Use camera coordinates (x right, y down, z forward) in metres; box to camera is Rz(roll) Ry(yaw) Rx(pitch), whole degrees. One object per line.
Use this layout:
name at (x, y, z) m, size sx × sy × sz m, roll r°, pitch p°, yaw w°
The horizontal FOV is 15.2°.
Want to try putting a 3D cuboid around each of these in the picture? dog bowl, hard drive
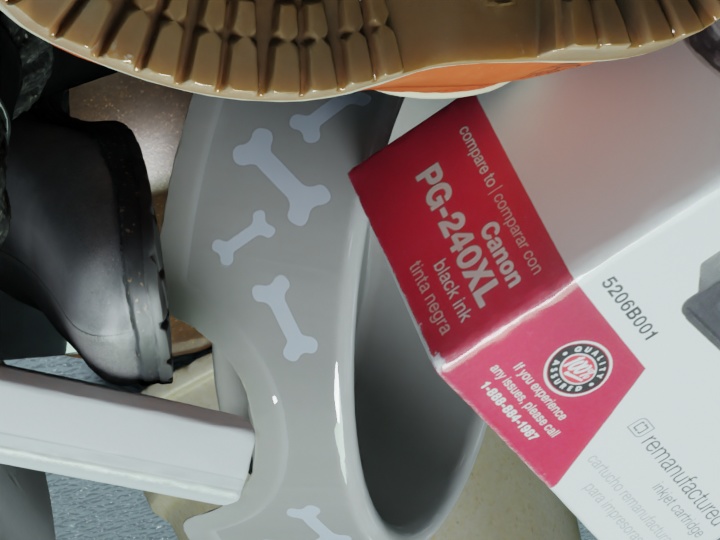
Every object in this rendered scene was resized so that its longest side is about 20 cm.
dog bowl at (0.000, 0.000, 0.857) m, size 0.058 × 0.201 × 0.200 m, roll 7°, pitch 162°, yaw 18°
hard drive at (-0.146, 0.029, 0.739) m, size 0.199 × 0.026 × 0.132 m, roll 14°, pitch 176°, yaw -30°

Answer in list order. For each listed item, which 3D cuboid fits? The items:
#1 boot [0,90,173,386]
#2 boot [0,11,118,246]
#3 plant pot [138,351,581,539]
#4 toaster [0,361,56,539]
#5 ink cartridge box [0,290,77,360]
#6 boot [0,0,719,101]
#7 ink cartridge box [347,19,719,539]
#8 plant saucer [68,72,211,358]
boot at (-0.135, -0.012, 0.778) m, size 0.131 × 0.200 × 0.070 m, roll -11°, pitch 115°, yaw -18°
boot at (-0.090, -0.062, 0.710) m, size 0.210 × 0.158 × 0.080 m, roll -18°, pitch 113°, yaw 4°
plant pot at (0.015, 0.123, 1.108) m, size 0.200 × 0.184 × 0.201 m, roll -18°, pitch 166°, yaw -5°
toaster at (-0.178, 0.064, 0.927) m, size 0.113 × 0.201 × 0.129 m, roll -20°, pitch 138°, yaw 5°
ink cartridge box at (-0.187, -0.005, 0.844) m, size 0.199 × 0.100 × 0.039 m, roll -6°, pitch 123°, yaw -18°
boot at (-0.014, -0.071, 0.667) m, size 0.199 × 0.075 × 0.107 m, roll 0°, pitch 173°, yaw -29°
ink cartridge box at (0.121, -0.020, 0.769) m, size 0.200 × 0.084 × 0.145 m, roll -33°, pitch 137°, yaw 10°
plant saucer at (-0.063, -0.015, 0.989) m, size 0.199 × 0.037 × 0.201 m, roll -13°, pitch 155°, yaw -6°
